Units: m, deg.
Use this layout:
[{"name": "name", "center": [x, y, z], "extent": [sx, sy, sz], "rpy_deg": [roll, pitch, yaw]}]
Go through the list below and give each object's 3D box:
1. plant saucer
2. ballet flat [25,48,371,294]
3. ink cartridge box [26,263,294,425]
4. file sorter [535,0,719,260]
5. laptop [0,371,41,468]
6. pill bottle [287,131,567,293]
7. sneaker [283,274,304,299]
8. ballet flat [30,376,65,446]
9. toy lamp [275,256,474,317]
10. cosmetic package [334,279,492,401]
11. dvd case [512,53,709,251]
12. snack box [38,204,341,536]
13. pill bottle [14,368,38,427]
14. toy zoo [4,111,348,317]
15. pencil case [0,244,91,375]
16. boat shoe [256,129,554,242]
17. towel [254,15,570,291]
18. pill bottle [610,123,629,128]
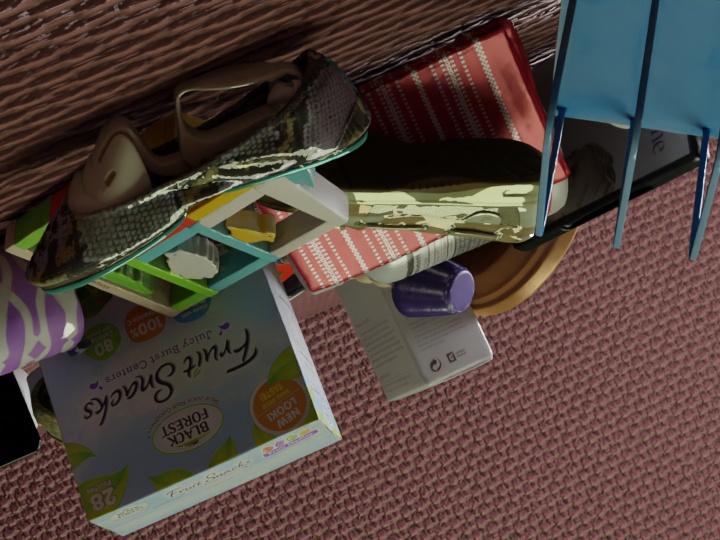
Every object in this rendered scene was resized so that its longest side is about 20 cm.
[{"name": "plant saucer", "center": [0.117, -0.062, 1.335], "extent": [0.037, 0.200, 0.200], "rpy_deg": [21, 151, -28]}, {"name": "ballet flat", "center": [-0.095, -0.060, 0.824], "extent": [0.200, 0.072, 0.072], "rpy_deg": [-26, 176, 2]}, {"name": "ink cartridge box", "center": [-0.149, 0.058, 1.251], "extent": [0.163, 0.057, 0.200], "rpy_deg": [-8, 166, -41]}, {"name": "file sorter", "center": [0.207, -0.081, 0.927], "extent": [0.200, 0.123, 0.139], "rpy_deg": [9, 150, 8]}, {"name": "laptop", "center": [-0.342, 0.115, 1.201], "extent": [0.177, 0.103, 0.200], "rpy_deg": [-22, -177, -12]}, {"name": "pill bottle", "center": [0.040, -0.058, 1.160], "extent": [0.200, 0.111, 0.111], "rpy_deg": [-23, 176, -11]}, {"name": "sneaker", "center": [-0.143, 0.010, 1.458], "extent": [0.200, 0.076, 0.116], "rpy_deg": [-12, 178, -13]}, {"name": "ballet flat", "center": [-0.153, 0.056, 1.148], "extent": [0.200, 0.071, 0.071], "rpy_deg": [-35, 175, 5]}, {"name": "toy lamp", "center": [0.000, 0.000, 1.257], "extent": [0.200, 0.058, 0.058], "rpy_deg": [11, -160, 39]}, {"name": "cosmetic package", "center": [0.026, 0.004, 1.342], "extent": [0.074, 0.200, 0.102], "rpy_deg": [-22, 176, -22]}, {"name": "dvd case", "center": [0.177, -0.112, 1.196], "extent": [0.018, 0.143, 0.200], "rpy_deg": [11, 155, -34]}, {"name": "snack box", "center": [-0.127, 0.053, 1.071], "extent": [0.169, 0.200, 0.068], "rpy_deg": [-25, 159, 5]}, {"name": "pill bottle", "center": [-0.372, 0.135, 1.393], "extent": [0.111, 0.111, 0.200], "rpy_deg": [-26, 176, 25]}, {"name": "toy zoo", "center": [-0.101, -0.034, 0.941], "extent": [0.131, 0.020, 0.200], "rpy_deg": [24, 143, -37]}, {"name": "pencil case", "center": [-0.269, 0.039, 0.979], "extent": [0.200, 0.084, 0.085], "rpy_deg": [-18, -177, -36]}, {"name": "boat shoe", "center": [0.022, -0.047, 1.004], "extent": [0.201, 0.073, 0.063], "rpy_deg": [-2, 128, -18]}, {"name": "towel", "center": [0.030, -0.073, 1.046], "extent": [0.200, 0.022, 0.145], "rpy_deg": [-25, 131, 6]}, {"name": "pill bottle", "center": [0.229, -0.163, 1.010], "extent": [0.109, 0.109, 0.200], "rpy_deg": [-20, 174, -41]}]
